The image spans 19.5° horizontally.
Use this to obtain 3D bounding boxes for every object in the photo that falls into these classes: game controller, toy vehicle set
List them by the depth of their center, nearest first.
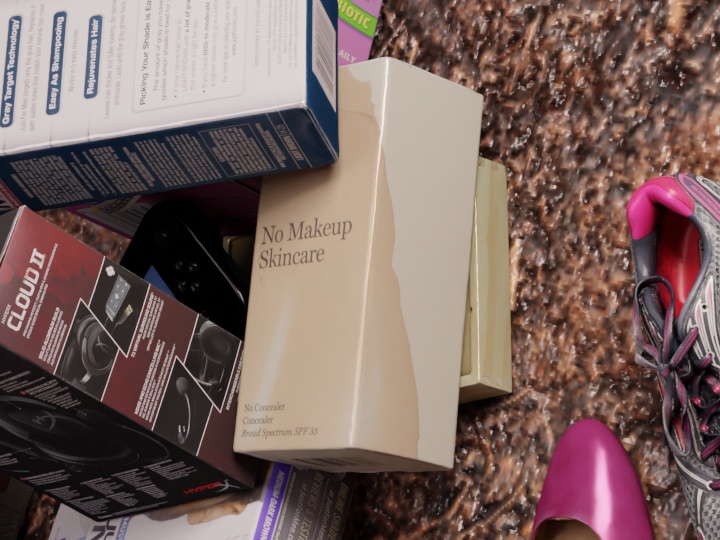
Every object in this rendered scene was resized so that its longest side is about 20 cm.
[{"bbox_3d":[-0.001,0.020,1.158,0.199,0.026,0.125,-15,68,42],"label":"toy vehicle set"},{"bbox_3d":[-0.114,0.050,1.206,0.105,0.042,0.200,59,140,25],"label":"game controller"}]

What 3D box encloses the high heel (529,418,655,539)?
[{"bbox_3d":[0.086,0.163,0.975,0.067,0.096,0.201,-14,68,42],"label":"high heel"}]

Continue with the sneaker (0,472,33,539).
[{"bbox_3d":[-0.252,0.101,1.351,0.106,0.075,0.201,35,104,43],"label":"sneaker"}]

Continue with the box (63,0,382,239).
[{"bbox_3d":[-0.087,-0.128,1.220,0.175,0.096,0.201,-4,68,46],"label":"box"}]

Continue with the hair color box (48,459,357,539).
[{"bbox_3d":[-0.098,0.156,1.164,0.199,0.065,0.110,-23,38,37],"label":"hair color box"}]

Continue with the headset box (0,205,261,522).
[{"bbox_3d":[-0.164,0.051,1.100,0.148,0.200,0.078,-19,46,47],"label":"headset box"}]

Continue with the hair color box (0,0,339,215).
[{"bbox_3d":[-0.112,-0.095,1.065,0.199,0.061,0.101,-8,61,14],"label":"hair color box"}]

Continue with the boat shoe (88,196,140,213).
[{"bbox_3d":[-0.164,-0.123,1.172,0.072,0.068,0.201,-34,49,30],"label":"boat shoe"}]

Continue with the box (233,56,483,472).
[{"bbox_3d":[0.000,0.000,1.086,0.095,0.077,0.201,-8,72,44],"label":"box"}]

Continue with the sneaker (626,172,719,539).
[{"bbox_3d":[0.159,0.053,0.952,0.080,0.074,0.201,-28,60,37],"label":"sneaker"}]
